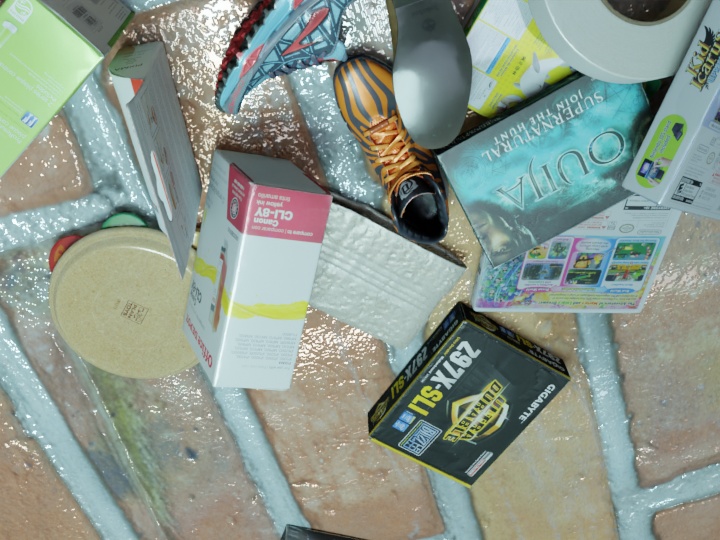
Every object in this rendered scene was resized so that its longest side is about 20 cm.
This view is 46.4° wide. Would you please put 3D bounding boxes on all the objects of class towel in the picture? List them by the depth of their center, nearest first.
[{"bbox_3d":[0.000,0.000,0.924,0.200,0.035,0.133,27,116,-16],"label":"towel"}]

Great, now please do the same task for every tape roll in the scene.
[{"bbox_3d":[0.242,-0.268,0.740,0.202,0.037,0.204,-1,97,-12],"label":"tape roll"}]

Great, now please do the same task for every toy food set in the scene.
[{"bbox_3d":[-0.244,0.032,0.920,0.197,0.049,0.201,12,119,-9],"label":"toy food set"}]

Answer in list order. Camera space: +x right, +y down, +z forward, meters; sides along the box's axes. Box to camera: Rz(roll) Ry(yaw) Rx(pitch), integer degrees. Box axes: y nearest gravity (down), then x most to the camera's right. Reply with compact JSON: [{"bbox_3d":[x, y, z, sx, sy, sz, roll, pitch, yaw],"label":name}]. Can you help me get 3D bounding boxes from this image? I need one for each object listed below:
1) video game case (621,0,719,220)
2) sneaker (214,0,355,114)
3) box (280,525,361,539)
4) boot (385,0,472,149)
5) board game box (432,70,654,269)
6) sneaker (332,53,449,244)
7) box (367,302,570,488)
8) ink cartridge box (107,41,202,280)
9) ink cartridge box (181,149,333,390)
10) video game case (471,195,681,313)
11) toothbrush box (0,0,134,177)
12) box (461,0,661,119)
[{"bbox_3d":[0.340,-0.141,0.779,0.200,0.045,0.182,4,115,-49],"label":"video game case"},{"bbox_3d":[-0.057,-0.211,0.776,0.095,0.079,0.200,34,113,-22],"label":"sneaker"},{"bbox_3d":[-0.056,0.455,1.168,0.157,0.050,0.201,14,118,-11],"label":"box"},{"bbox_3d":[0.057,-0.214,0.772,0.073,0.075,0.201,-11,109,-1],"label":"boot"},{"bbox_3d":[0.188,-0.104,0.812,0.200,0.028,0.136,-28,112,6],"label":"board game box"},{"bbox_3d":[0.041,-0.112,0.817,0.077,0.112,0.200,-29,117,12],"label":"sneaker"},{"bbox_3d":[0.126,0.154,1.010,0.159,0.049,0.200,30,114,-16],"label":"box"},{"bbox_3d":[-0.190,-0.101,0.760,0.050,0.200,0.163,-9,119,2],"label":"ink cartridge box"},{"bbox_3d":[-0.107,-0.002,0.823,0.083,0.145,0.201,5,107,-26],"label":"ink cartridge box"},{"bbox_3d":[0.231,-0.026,0.907,0.199,0.024,0.183,1,131,-6],"label":"video game case"},{"bbox_3d":[-0.306,-0.168,0.748,0.200,0.146,0.086,-41,114,17],"label":"toothbrush box"},{"bbox_3d":[0.183,-0.187,0.822,0.199,0.048,0.118,26,115,-15],"label":"box"}]
